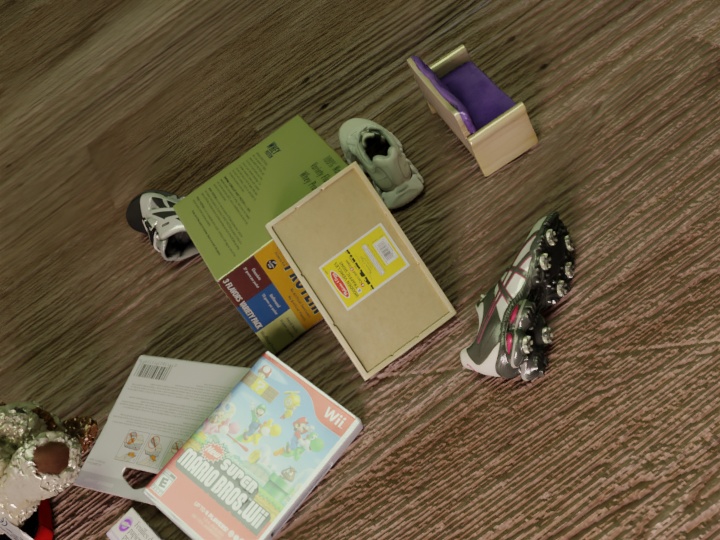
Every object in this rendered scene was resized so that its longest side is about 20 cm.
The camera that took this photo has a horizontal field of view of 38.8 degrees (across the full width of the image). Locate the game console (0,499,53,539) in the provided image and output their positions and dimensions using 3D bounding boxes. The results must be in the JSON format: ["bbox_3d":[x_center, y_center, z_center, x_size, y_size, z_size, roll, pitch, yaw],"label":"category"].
[{"bbox_3d":[-0.451,0.318,1.199,0.198,0.031,0.177,-33,34,-1],"label":"game console"}]

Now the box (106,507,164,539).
[{"bbox_3d":[-0.189,0.307,1.017,0.039,0.042,0.199,-44,41,-15],"label":"box"}]

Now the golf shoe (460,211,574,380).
[{"bbox_3d":[0.163,0.020,1.054,0.087,0.078,0.202,-6,45,39],"label":"golf shoe"}]

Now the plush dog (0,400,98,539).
[{"bbox_3d":[-0.398,0.215,1.167,0.196,0.163,0.172,13,26,3],"label":"plush dog"}]

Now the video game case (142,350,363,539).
[{"bbox_3d":[-0.111,0.195,1.060,0.142,0.018,0.200,32,68,27],"label":"video game case"}]

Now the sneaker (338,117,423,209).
[{"bbox_3d":[0.018,-0.161,1.336,0.075,0.081,0.200,-35,37,-2],"label":"sneaker"}]

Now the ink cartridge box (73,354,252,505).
[{"bbox_3d":[-0.210,0.187,1.156,0.197,0.044,0.176,3,57,35],"label":"ink cartridge box"}]

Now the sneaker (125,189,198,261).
[{"bbox_3d":[-0.270,-0.057,1.425,0.197,0.075,0.089,4,49,37],"label":"sneaker"}]

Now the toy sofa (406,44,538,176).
[{"bbox_3d":[0.139,-0.219,1.298,0.082,0.098,0.201,-31,38,1],"label":"toy sofa"}]

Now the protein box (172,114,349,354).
[{"bbox_3d":[-0.091,-0.048,1.245,0.199,0.136,0.199,-36,38,-4],"label":"protein box"}]

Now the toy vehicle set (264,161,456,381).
[{"bbox_3d":[0.000,0.000,1.111,0.123,0.202,0.027,-33,-5,-4],"label":"toy vehicle set"}]
